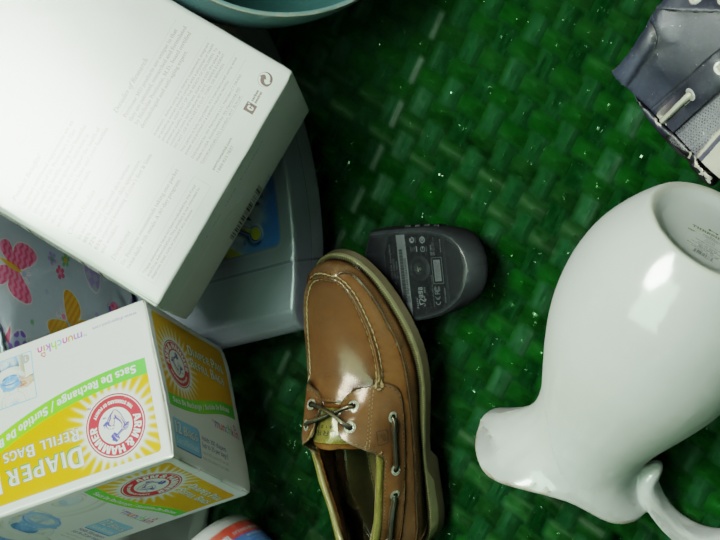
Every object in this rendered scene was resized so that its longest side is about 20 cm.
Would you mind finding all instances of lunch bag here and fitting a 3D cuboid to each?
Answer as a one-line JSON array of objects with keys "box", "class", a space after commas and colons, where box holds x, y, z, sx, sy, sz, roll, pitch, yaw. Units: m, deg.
[{"box": [-0.269, 0.022, 1.528, 0.199, 0.169, 0.128, -13, 92, 29], "class": "lunch bag"}]

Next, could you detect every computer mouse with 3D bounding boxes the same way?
[{"box": [0.000, 0.000, 1.449, 0.199, 0.034, 0.059, 0, 97, 38], "class": "computer mouse"}]

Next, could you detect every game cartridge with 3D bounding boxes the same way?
[{"box": [-0.089, -0.053, 1.466, 0.133, 0.040, 0.202, -14, 85, 30], "class": "game cartridge"}]

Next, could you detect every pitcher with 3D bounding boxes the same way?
[{"box": [0.177, 0.062, 1.314, 0.171, 0.121, 0.201, 27, 126, 1], "class": "pitcher"}]

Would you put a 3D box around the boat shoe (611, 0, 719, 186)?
[{"box": [0.219, -0.143, 1.253, 0.093, 0.075, 0.200, 43, 120, 7], "class": "boat shoe"}]

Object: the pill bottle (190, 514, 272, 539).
[{"box": [-0.044, 0.260, 1.482, 0.200, 0.112, 0.113, 43, 119, 16], "class": "pill bottle"}]

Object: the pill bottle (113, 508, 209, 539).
[{"box": [-0.210, 0.147, 1.553, 0.199, 0.116, 0.117, 12, 107, 29], "class": "pill bottle"}]

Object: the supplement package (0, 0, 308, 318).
[{"box": [-0.155, -0.090, 1.349, 0.199, 0.151, 0.152, 31, 88, 4], "class": "supplement package"}]

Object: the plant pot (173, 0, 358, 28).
[{"box": [-0.071, -0.228, 1.361, 0.201, 0.199, 0.135, 66, 159, 2], "class": "plant pot"}]

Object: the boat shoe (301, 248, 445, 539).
[{"box": [0.001, 0.090, 1.418, 0.072, 0.068, 0.201, -2, 111, 42], "class": "boat shoe"}]

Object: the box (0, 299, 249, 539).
[{"box": [-0.184, 0.108, 1.421, 0.199, 0.112, 0.102, -20, 67, 16], "class": "box"}]
